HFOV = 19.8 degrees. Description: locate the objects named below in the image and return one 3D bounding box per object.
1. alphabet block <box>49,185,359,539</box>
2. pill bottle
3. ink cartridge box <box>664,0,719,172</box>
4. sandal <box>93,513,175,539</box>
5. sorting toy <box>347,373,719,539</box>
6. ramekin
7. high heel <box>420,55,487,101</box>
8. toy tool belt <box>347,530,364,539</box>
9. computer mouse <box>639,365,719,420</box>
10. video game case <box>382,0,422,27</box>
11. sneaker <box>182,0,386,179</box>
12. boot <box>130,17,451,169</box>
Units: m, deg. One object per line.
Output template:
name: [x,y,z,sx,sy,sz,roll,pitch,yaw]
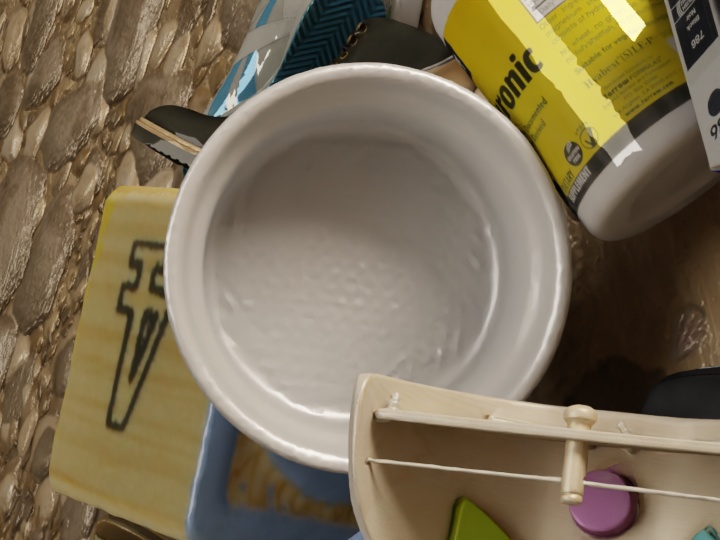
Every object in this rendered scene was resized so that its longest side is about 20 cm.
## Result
alphabet block: [-0.045,0.064,1.214,0.200,0.195,0.197,6,82,60]
pill bottle: [0.105,-0.123,1.043,0.200,0.111,0.111,55,130,19]
ink cartridge box: [0.198,-0.095,0.958,0.039,0.099,0.200,-52,37,45]
sandal: [-0.072,0.202,1.255,0.200,0.054,0.080,33,130,14]
sorting toy: [0.095,0.147,0.907,0.200,0.107,0.180,5,81,20]
ramekin: [0.000,0.000,1.043,0.098,0.200,0.201,171,111,-84]
high heel: [0.038,-0.102,1.170,0.200,0.143,0.071,-48,48,22]
toy tool belt: [0.040,0.153,1.014,0.123,0.200,0.125,134,119,-86]
computer mouse: [0.190,0.053,0.966,0.200,0.046,0.141,10,88,60]
video game case: [-0.024,-0.119,1.415,0.182,0.023,0.200,0,79,59]
sneaker: [-0.053,-0.130,1.384,0.200,0.076,0.081,-50,31,27]
boot: [-0.034,-0.109,1.315,0.077,0.200,0.138,21,-93,-77]
